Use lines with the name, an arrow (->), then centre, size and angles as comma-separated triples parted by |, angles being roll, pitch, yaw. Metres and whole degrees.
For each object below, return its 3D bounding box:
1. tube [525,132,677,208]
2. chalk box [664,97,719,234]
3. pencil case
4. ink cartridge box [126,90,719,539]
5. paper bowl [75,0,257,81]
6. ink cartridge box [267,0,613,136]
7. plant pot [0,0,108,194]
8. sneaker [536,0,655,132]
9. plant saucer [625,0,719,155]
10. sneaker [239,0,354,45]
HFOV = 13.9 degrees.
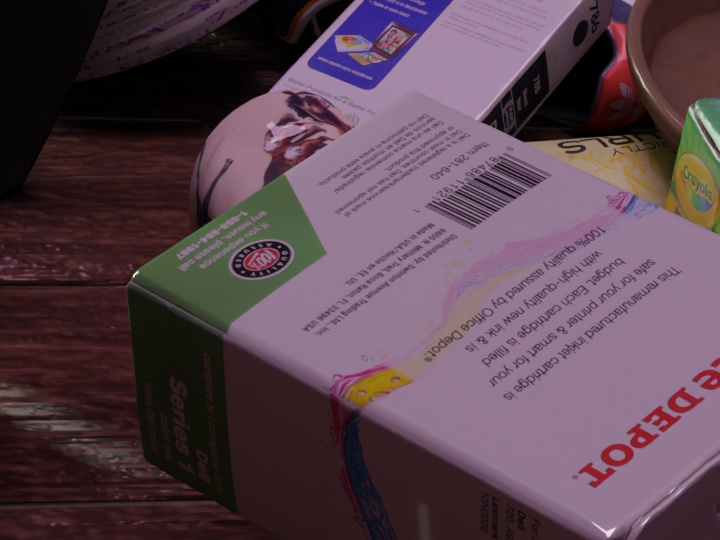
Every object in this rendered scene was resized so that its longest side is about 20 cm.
tube -> 0.134, -0.035, 1.316 | 0.199, 0.052, 0.058 | -6, 6, -28
chalk box -> 0.182, 0.012, 1.067 | 0.124, 0.201, 0.124 | -1, 35, -17
pencil case -> 0.000, 0.000, 1.153 | 0.089, 0.078, 0.200 | -22, 36, -14
ink cartridge box -> 0.046, 0.039, 0.956 | 0.200, 0.084, 0.145 | 27, 45, 33
paper bowl -> -0.120, -0.187, 1.406 | 0.200, 0.105, 0.201 | -18, 32, 12
ink cartridge box -> 0.044, -0.105, 1.367 | 0.099, 0.039, 0.200 | 24, 57, 29
plant pot -> -0.227, -0.121, 1.258 | 0.199, 0.178, 0.200 | 27, 32, 33
sneaker -> 0.070, -0.126, 1.457 | 0.200, 0.075, 0.084 | 28, 29, 34
plant saucer -> 0.212, -0.074, 1.334 | 0.199, 0.030, 0.201 | 10, 39, -8
sneaker -> -0.044, -0.150, 1.485 | 0.199, 0.080, 0.078 | 0, 13, 41
